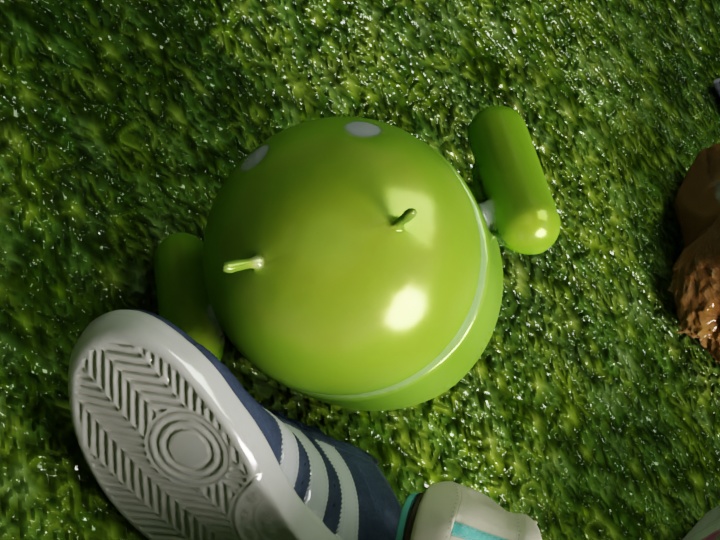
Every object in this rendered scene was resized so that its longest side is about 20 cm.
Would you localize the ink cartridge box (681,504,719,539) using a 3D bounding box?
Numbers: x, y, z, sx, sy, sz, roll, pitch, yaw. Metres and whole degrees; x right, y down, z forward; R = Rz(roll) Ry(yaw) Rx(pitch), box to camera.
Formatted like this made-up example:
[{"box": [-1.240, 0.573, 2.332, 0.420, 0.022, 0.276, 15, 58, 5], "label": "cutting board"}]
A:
[{"box": [0.210, 0.201, 1.014, 0.145, 0.085, 0.200, 57, 33, 3], "label": "ink cartridge box"}]

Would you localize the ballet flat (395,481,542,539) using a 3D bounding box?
[{"box": [0.065, 0.136, 0.826, 0.200, 0.069, 0.070, 55, 14, -66], "label": "ballet flat"}]

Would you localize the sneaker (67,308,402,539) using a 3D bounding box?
[{"box": [-0.039, 0.082, 0.815, 0.200, 0.075, 0.085, 53, 32, -21], "label": "sneaker"}]

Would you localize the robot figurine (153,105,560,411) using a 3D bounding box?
[{"box": [0.000, 0.000, 0.859, 0.200, 0.175, 0.116, 35, 37, -79], "label": "robot figurine"}]

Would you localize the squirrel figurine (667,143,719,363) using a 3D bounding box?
[{"box": [0.284, 0.027, 1.257, 0.187, 0.141, 0.200, 55, 45, -19], "label": "squirrel figurine"}]

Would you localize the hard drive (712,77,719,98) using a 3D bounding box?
[{"box": [0.347, -0.086, 1.494, 0.200, 0.042, 0.135, 6, 56, -50], "label": "hard drive"}]
